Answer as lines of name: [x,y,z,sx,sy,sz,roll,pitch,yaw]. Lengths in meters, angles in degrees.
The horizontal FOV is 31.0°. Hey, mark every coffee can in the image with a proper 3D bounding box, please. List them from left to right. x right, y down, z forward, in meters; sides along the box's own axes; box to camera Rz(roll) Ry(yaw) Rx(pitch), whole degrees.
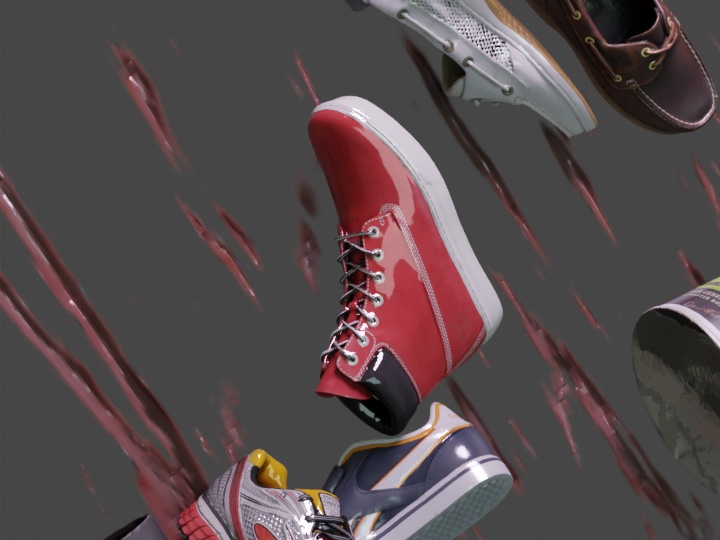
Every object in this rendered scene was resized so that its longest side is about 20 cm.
coffee can: [0.320,0.056,0.941,0.198,0.146,0.148,-24,100,-18]

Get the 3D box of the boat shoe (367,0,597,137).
boat shoe: [0.082,-0.147,0.890,0.199,0.071,0.069,38,105,-27]

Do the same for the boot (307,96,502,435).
boot: [0.000,0.000,0.840,0.144,0.072,0.201,-42,108,-34]

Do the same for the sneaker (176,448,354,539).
sneaker: [-0.036,0.174,0.784,0.082,0.199,0.078,-50,135,-5]

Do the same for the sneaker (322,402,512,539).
sneaker: [0.003,0.170,0.868,0.199,0.079,0.080,-36,59,-1]

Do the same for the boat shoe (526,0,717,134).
boat shoe: [0.188,-0.169,0.924,0.199,0.070,0.071,38,78,-19]

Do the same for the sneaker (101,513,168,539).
sneaker: [-0.177,0.251,0.809,0.200,0.075,0.107,-42,101,-23]

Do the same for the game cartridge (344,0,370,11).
game cartridge: [0.028,-0.290,0.879,0.200,0.038,0.130,-44,102,-13]
